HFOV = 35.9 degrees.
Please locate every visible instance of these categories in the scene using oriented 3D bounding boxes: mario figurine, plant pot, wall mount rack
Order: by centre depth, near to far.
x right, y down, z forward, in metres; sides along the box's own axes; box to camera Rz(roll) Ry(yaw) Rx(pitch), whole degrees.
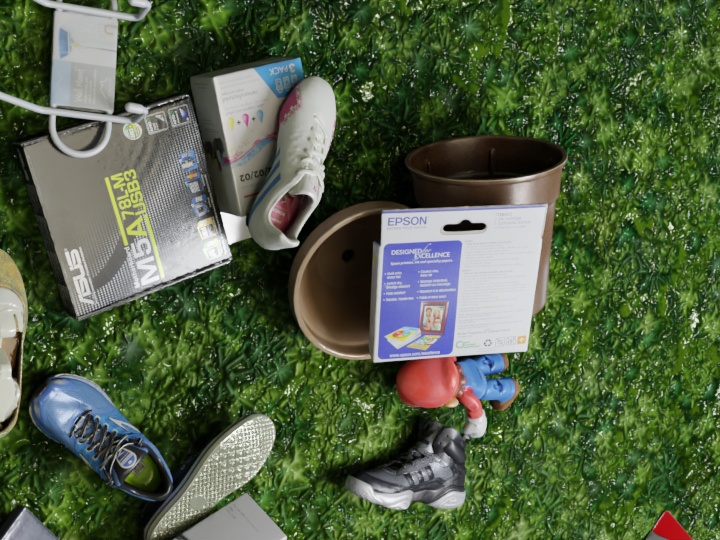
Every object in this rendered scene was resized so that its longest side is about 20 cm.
[{"bbox_3d":[-0.300,-0.221,1.113,0.173,0.075,0.201,4,81,-25],"label":"wall mount rack"},{"bbox_3d":[0.000,0.000,1.344,0.200,0.093,0.202,-10,119,-19],"label":"plant pot"},{"bbox_3d":[0.162,-0.050,1.406,0.200,0.200,0.199,-18,115,-29],"label":"plant pot"},{"bbox_3d":[0.113,0.149,1.462,0.199,0.123,0.106,6,110,-46],"label":"mario figurine"}]

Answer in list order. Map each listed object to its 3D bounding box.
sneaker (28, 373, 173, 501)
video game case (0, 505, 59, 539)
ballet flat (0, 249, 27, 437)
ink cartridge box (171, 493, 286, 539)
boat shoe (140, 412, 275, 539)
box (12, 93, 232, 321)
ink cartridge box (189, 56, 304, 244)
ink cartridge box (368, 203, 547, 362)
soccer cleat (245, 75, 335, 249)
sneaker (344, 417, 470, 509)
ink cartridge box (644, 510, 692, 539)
[{"bbox_3d":[-0.274,0.185,1.215,0.200,0.089,0.079,45,73,-31],"label":"sneaker"},{"bbox_3d":[-0.349,0.373,1.206,0.200,0.019,0.143,58,48,-33],"label":"video game case"},{"bbox_3d":[-0.374,0.078,1.145,0.070,0.071,0.201,2,97,-33],"label":"ballet flat"},{"bbox_3d":[-0.186,0.371,1.269,0.200,0.086,0.147,-27,140,-31],"label":"ink cartridge box"},{"bbox_3d":[-0.182,0.241,1.300,0.200,0.062,0.075,-47,121,-12],"label":"boat shoe"},{"bbox_3d":[-0.254,-0.072,1.208,0.193,0.047,0.201,-22,109,-30],"label":"box"},{"bbox_3d":[-0.113,-0.134,1.275,0.115,0.068,0.201,-19,109,-29],"label":"ink cartridge box"},{"bbox_3d":[0.110,0.009,1.302,0.197,0.047,0.201,-3,116,-11],"label":"ink cartridge box"},{"bbox_3d":[-0.061,-0.115,1.219,0.070,0.086,0.201,20,87,-34],"label":"soccer cleat"},{"bbox_3d":[0.067,0.250,1.462,0.199,0.075,0.114,12,91,-40],"label":"sneaker"},{"bbox_3d":[0.522,0.520,1.800,0.200,0.084,0.176,46,73,-30],"label":"ink cartridge box"}]
